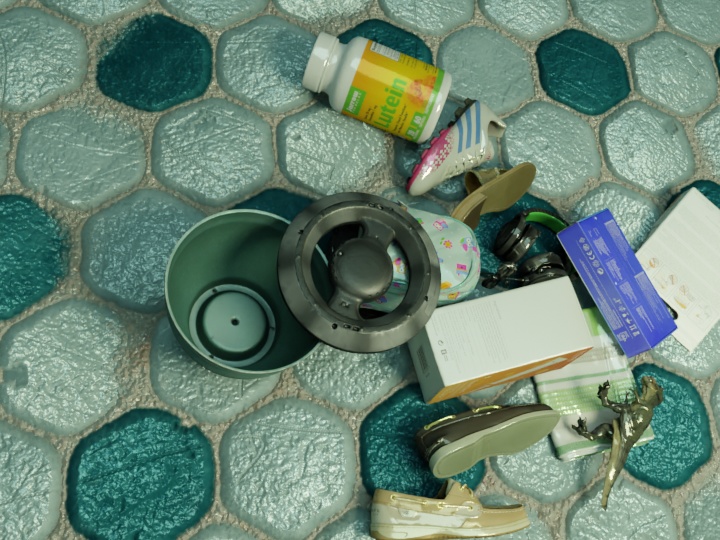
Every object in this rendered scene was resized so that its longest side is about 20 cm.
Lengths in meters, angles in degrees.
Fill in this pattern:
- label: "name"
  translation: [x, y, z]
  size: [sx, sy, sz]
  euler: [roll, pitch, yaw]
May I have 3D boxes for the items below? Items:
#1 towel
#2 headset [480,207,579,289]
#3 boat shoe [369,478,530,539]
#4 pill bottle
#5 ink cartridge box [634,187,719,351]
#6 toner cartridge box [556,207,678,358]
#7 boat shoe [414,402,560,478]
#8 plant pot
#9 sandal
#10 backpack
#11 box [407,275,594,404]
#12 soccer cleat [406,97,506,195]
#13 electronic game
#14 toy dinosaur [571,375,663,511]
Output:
- label: "towel"
  translation: [0.311, 0.150, 1.080]
  size: [0.148, 0.031, 0.201]
  euler: [-7, 70, -17]
- label: "headset"
  translation: [0.243, -0.024, 1.098]
  size: [0.199, 0.094, 0.124]
  euler: [-28, 77, -33]
- label: "boat shoe"
  translation: [0.109, 0.288, 0.952]
  size: [0.199, 0.074, 0.070]
  euler: [1, 74, -12]
- label: "pill bottle"
  translation: [0.021, -0.268, 1.133]
  size: [0.199, 0.111, 0.112]
  euler: [21, 65, -4]
- label: "ink cartridge box"
  translation: [0.497, 0.000, 1.189]
  size: [0.162, 0.050, 0.200]
  euler: [43, 83, 5]
- label: "toner cartridge box"
  translation: [0.365, 0.015, 1.113]
  size: [0.095, 0.043, 0.201]
  euler: [-20, 79, -44]
- label: "boat shoe"
  translation: [0.165, 0.201, 1.002]
  size: [0.200, 0.072, 0.061]
  euler: [-11, 40, -26]
- label: "plant pot"
  translation: [-0.144, 0.046, 0.950]
  size: [0.199, 0.134, 0.201]
  euler: [8, 64, -18]
- label: "sandal"
  translation: [0.173, -0.119, 1.120]
  size: [0.069, 0.078, 0.211]
  euler: [34, 45, 23]
- label: "backpack"
  translation: [0.054, -0.008, 1.024]
  size: [0.199, 0.127, 0.168]
  euler: [13, 69, 0]
- label: "box"
  translation: [0.174, 0.092, 1.007]
  size: [0.199, 0.124, 0.098]
  euler: [-13, 72, -10]
- label: "soccer cleat"
  translation: [0.145, -0.172, 1.146]
  size: [0.086, 0.070, 0.200]
  euler: [36, 64, 5]
- label: "electronic game"
  translation: [0.000, 0.000, 0.924]
  size: [0.199, 0.042, 0.201]
  euler: [5, 69, -12]
- label: "toy dinosaur"
  translation: [0.334, 0.203, 1.027]
  size: [0.088, 0.047, 0.200]
  euler: [36, 68, -2]
